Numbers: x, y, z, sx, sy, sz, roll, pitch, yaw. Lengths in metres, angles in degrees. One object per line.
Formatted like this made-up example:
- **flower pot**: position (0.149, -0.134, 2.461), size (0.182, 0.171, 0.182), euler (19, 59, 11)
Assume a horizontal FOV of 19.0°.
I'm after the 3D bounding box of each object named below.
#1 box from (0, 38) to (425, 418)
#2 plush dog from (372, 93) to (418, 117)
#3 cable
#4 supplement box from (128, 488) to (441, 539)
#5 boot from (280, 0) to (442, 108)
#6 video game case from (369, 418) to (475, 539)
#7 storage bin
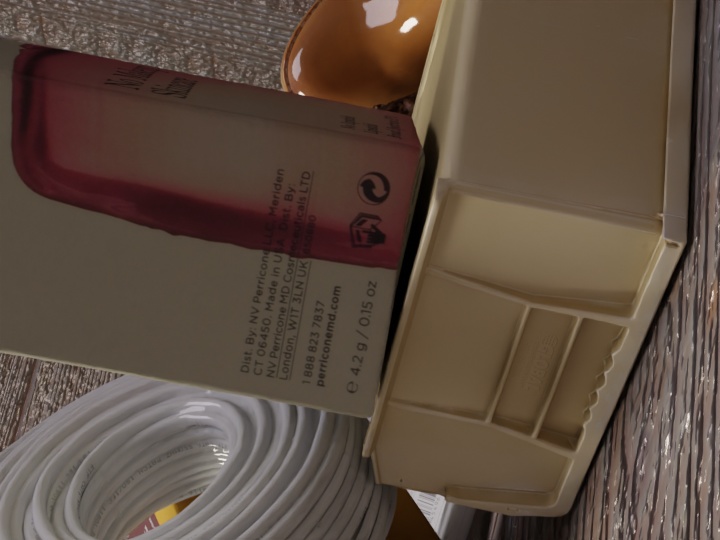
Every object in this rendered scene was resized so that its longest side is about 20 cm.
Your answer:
- **box**: position (-0.081, -0.022, 0.862), size (0.128, 0.198, 0.110), euler (-96, 16, -80)
- **plush dog**: position (0.000, 0.000, 1.086), size (0.172, 0.159, 0.202), euler (25, -103, -68)
- **cable**: position (-0.084, 0.108, 0.944), size (0.200, 0.199, 0.070), euler (-56, -49, -42)
- **supplement box**: position (-0.038, 0.221, 1.042), size (0.197, 0.132, 0.201), euler (-128, 47, -61)
- **boot**: position (0.048, -0.133, 1.009), size (0.155, 0.199, 0.077), euler (-82, -32, -86)
- **video game case**: position (-0.017, 0.152, 1.220), size (0.181, 0.024, 0.201), euler (15, 85, 45)
- **storage bin**: position (0.068, -0.033, 0.892), size (0.199, 0.093, 0.201), euler (104, 176, -51)
